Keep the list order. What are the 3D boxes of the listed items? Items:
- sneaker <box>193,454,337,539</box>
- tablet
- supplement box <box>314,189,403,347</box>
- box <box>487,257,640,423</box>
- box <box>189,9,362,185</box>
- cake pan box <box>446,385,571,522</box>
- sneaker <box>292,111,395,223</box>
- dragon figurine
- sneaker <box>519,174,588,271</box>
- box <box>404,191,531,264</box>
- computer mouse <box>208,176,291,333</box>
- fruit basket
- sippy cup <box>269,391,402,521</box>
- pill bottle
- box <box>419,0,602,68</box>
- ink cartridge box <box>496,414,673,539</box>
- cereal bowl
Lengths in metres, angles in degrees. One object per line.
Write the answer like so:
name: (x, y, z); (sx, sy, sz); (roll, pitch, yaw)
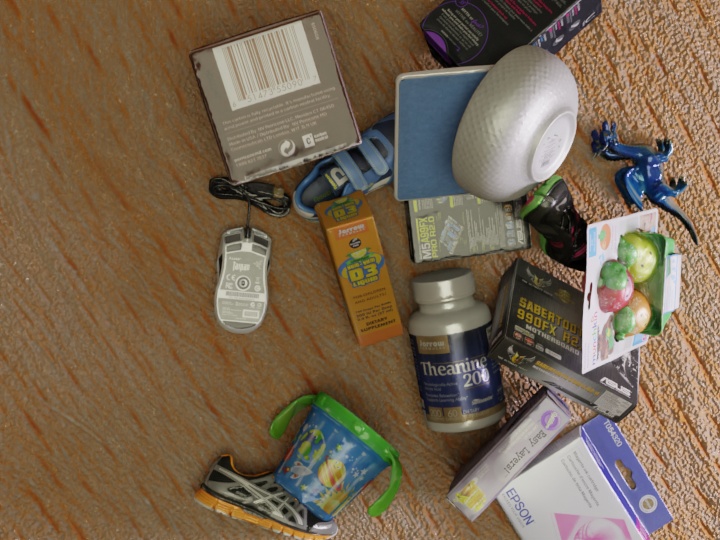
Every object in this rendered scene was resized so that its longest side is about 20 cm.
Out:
sneaker: (-0.118, 0.309, 1.649); (0.200, 0.078, 0.077); (23, 75, -16)
tablet: (0.106, -0.167, 1.526); (0.130, 0.014, 0.200); (-6, 135, -5)
supplement box: (0.000, 0.000, 1.577); (0.066, 0.069, 0.200); (-18, 125, -2)
box: (0.270, 0.090, 1.613); (0.200, 0.159, 0.048); (28, 132, -9)
box: (-0.106, -0.212, 1.505); (0.166, 0.200, 0.165); (-19, 100, -2)
cake pan box: (0.194, 0.232, 1.607); (0.184, 0.200, 0.052); (-45, 84, 4)
sneaker: (-0.005, -0.128, 1.569); (0.200, 0.082, 0.074); (-39, 82, 12)
dragon figurine: (0.376, -0.115, 1.640); (0.099, 0.059, 0.200); (-23, 99, -2)
sneaker: (0.263, -0.057, 1.573); (0.084, 0.200, 0.077); (41, 90, 30)
box: (0.136, -0.118, 1.623); (0.160, 0.044, 0.200); (-8, 99, -4)
computer mouse: (-0.154, -0.018, 1.612); (0.109, 0.044, 0.200); (7, 92, -11)
fruit basket: (0.333, 0.022, 1.549); (0.094, 0.200, 0.186); (7, 102, 31)
sippy cup: (-0.040, 0.249, 1.602); (0.140, 0.178, 0.130); (41, 81, -21)
pill bottle: (0.123, 0.103, 1.620); (0.111, 0.111, 0.200); (-11, 100, -4)
box: (0.191, -0.318, 1.549); (0.200, 0.106, 0.122); (-41, 74, 2)
ink cartridge box: (0.311, 0.327, 1.710); (0.200, 0.043, 0.197); (-33, 100, 1)
cereal bowl: (0.203, -0.168, 1.498); (0.083, 0.200, 0.200); (31, 96, 28)
